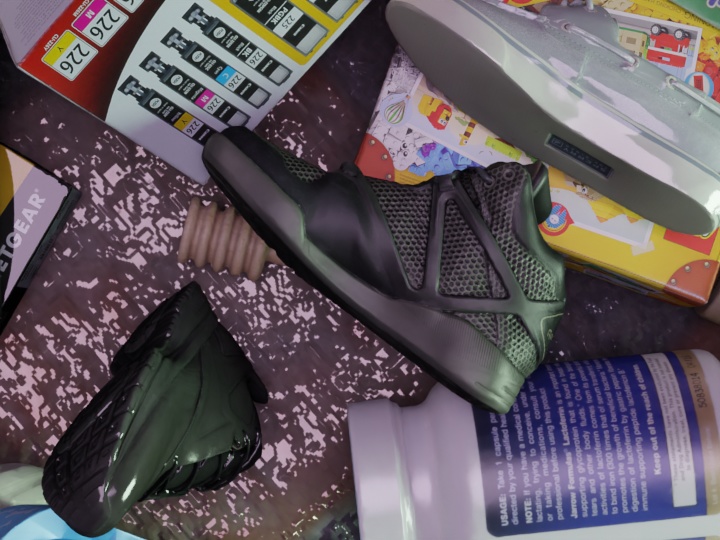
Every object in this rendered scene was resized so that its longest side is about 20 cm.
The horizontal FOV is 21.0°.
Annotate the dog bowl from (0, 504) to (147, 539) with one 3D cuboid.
[{"bbox_3d":[-0.132,0.182,0.993,0.199,0.049,0.112,28,78,-41],"label":"dog bowl"}]

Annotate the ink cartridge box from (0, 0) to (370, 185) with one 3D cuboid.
[{"bbox_3d":[-0.055,-0.153,0.975,0.200,0.084,0.175,-46,132,14],"label":"ink cartridge box"}]

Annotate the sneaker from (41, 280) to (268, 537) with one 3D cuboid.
[{"bbox_3d":[-0.093,0.080,0.983,0.091,0.200,0.076,46,118,-9],"label":"sneaker"}]

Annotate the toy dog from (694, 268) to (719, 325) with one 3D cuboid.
[{"bbox_3d":[0.240,0.030,0.993,0.131,0.200,0.097,8,121,-23],"label":"toy dog"}]

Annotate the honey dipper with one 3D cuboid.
[{"bbox_3d":[0.000,0.000,1.061,0.198,0.038,0.038,13,88,-3],"label":"honey dipper"}]

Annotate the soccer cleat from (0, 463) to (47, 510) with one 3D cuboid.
[{"bbox_3d":[-0.206,0.125,0.995,0.199,0.077,0.070,28,89,-35],"label":"soccer cleat"}]

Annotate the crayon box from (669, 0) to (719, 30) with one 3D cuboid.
[{"bbox_3d":[0.198,-0.236,0.997,0.125,0.052,0.201,30,83,1],"label":"crayon box"}]

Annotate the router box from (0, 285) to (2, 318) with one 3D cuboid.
[{"bbox_3d":[-0.261,-0.073,0.993,0.148,0.051,0.202,-2,86,-1],"label":"router box"}]

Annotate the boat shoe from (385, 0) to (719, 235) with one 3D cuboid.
[{"bbox_3d":[0.108,-0.097,0.979,0.200,0.070,0.072,33,70,0],"label":"boat shoe"}]

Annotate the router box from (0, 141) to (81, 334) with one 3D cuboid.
[{"bbox_3d":[-0.268,0.002,1.044,0.156,0.052,0.201,29,88,0],"label":"router box"}]

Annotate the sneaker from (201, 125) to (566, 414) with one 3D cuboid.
[{"bbox_3d":[0.021,-0.029,0.971,0.199,0.076,0.115,35,82,7],"label":"sneaker"}]

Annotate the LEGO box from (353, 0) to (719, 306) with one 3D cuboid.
[{"bbox_3d":[0.110,-0.084,1.045,0.198,0.077,0.150,19,87,-1],"label":"LEGO box"}]

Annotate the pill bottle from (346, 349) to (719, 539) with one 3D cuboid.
[{"bbox_3d":[0.095,0.107,1.019,0.198,0.116,0.117,-5,88,-2],"label":"pill bottle"}]
